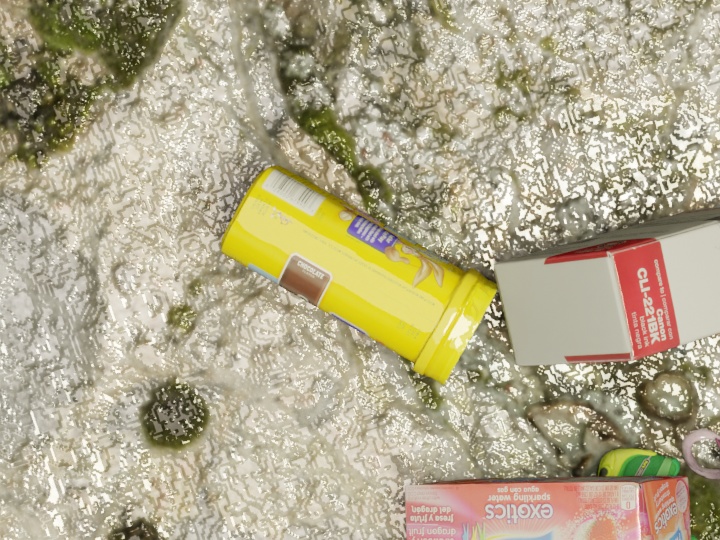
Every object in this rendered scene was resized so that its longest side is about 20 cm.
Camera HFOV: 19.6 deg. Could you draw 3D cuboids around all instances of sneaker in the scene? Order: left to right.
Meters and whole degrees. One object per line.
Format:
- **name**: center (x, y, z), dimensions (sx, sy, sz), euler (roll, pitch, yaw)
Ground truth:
- **sneaker**: center (0.233, 0.240, 1.646), dimensions (0.083, 0.074, 0.200), euler (-6, 93, 7)

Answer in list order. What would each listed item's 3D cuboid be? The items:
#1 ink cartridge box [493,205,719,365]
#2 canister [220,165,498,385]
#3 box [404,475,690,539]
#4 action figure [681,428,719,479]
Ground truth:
- **ink cartridge box**: center (0.225, 0.008, 1.557), dimensions (0.200, 0.144, 0.084), euler (-16, 95, -32)
- **canister**: center (0.000, 0.000, 1.611), dimensions (0.200, 0.149, 0.087), euler (30, 95, 3)
- **box**: center (0.143, 0.207, 1.593), dimensions (0.200, 0.103, 0.095), euler (-4, 85, 29)
- **action figure**: center (0.380, 0.134, 1.638), dimensions (0.200, 0.134, 0.149), euler (-46, 47, -8)
